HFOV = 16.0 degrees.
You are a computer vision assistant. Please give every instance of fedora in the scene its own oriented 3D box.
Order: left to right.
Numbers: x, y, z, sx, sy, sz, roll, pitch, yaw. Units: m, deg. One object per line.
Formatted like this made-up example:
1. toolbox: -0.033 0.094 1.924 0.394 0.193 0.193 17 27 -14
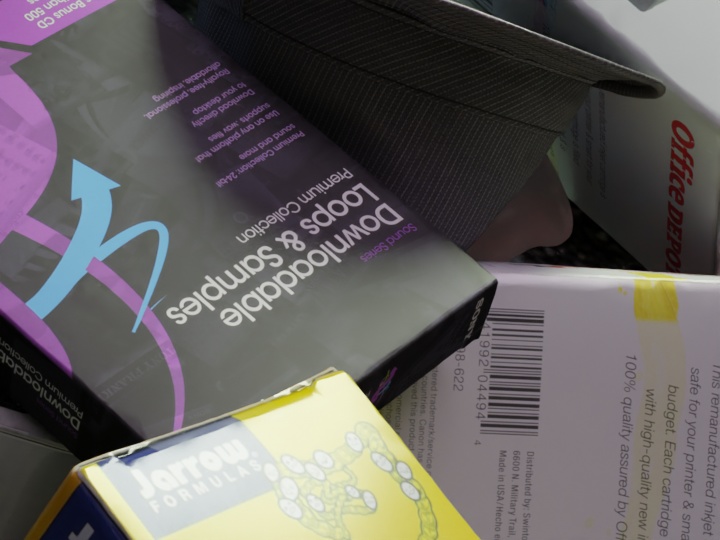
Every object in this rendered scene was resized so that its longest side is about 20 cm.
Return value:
1. fedora: 0.004 -0.061 0.921 0.176 0.091 0.200 14 10 -44

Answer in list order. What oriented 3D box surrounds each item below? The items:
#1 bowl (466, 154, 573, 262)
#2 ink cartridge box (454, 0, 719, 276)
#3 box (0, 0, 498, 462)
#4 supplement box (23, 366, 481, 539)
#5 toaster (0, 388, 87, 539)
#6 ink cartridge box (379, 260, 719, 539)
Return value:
1. bowl: -0.008 -0.058 1.103 0.201 0.090 0.201 45 -9 9
2. ink cartridge box: 0.103 -0.096 1.025 0.083 0.146 0.200 -38 63 -17
3. box: -0.073 -0.016 0.824 0.200 0.036 0.143 41 50 17
4. supplement box: -0.054 0.140 0.706 0.109 0.200 0.110 -19 63 -49
5. toaster: -0.164 0.034 0.865 0.199 0.119 0.181 19 34 -15
6. ink cartridge box: 0.082 0.072 0.914 0.199 0.146 0.083 3 2 -8
